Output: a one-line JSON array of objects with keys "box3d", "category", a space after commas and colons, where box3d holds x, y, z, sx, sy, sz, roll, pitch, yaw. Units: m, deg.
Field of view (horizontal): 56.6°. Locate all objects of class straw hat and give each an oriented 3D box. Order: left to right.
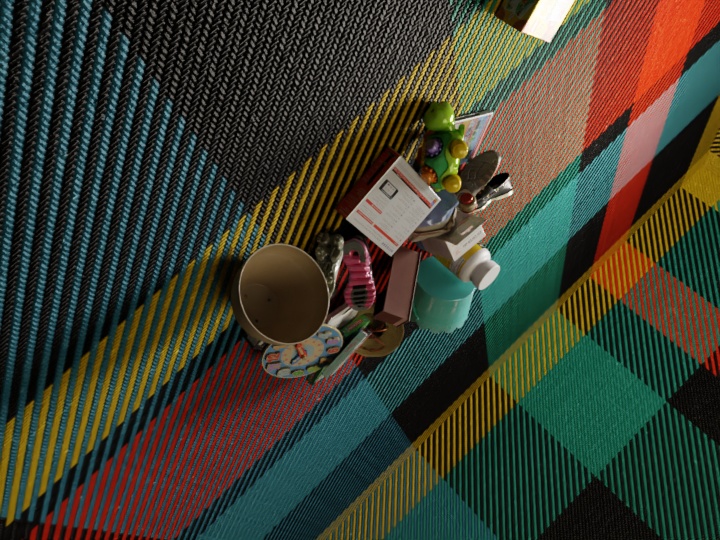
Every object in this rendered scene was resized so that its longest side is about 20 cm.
[{"box3d": [0.030, 0.140, 1.853, 0.085, 0.200, 0.202, -79, -174, -50], "category": "straw hat"}]

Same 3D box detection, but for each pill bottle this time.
[{"box3d": [0.286, -0.041, 1.859, 0.112, 0.200, 0.113, -35, 152, -22], "category": "pill bottle"}]

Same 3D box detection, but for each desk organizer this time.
[{"box3d": [0.096, 0.039, 1.754, 0.072, 0.077, 0.201, -38, -145, 59], "category": "desk organizer"}]

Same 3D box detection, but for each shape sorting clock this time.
[{"box3d": [-0.136, 0.194, 1.579, 0.199, 0.039, 0.200, -12, 139, -10], "category": "shape sorting clock"}]

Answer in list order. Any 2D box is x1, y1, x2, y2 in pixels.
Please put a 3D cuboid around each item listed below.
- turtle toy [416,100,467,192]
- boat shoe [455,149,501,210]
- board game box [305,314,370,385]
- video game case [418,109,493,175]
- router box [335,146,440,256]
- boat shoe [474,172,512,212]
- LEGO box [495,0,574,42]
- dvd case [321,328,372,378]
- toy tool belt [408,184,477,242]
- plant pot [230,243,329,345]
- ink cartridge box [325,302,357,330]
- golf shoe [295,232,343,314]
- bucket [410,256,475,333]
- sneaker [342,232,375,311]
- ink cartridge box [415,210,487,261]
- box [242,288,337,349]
[{"box3d": [0.177, -0.269, 1.465, 0.146, 0.101, 0.201, -83, 180, -66], "category": "turtle toy"}, {"box3d": [0.297, -0.243, 1.742, 0.200, 0.074, 0.073, -49, 177, 41], "category": "boat shoe"}, {"box3d": [-0.061, 0.213, 1.787, 0.134, 0.029, 0.200, -32, 159, -48], "category": "board game box"}, {"box3d": [0.231, -0.308, 1.610, 0.200, 0.017, 0.143, -22, 145, -40], "category": "video game case"}, {"box3d": [0.065, -0.150, 1.497, 0.180, 0.049, 0.200, -48, 139, 4], "category": "router box"}, {"box3d": [0.338, -0.213, 1.857, 0.201, 0.074, 0.063, -27, 120, -21], "category": "boat shoe"}, {"box3d": [0.389, -0.591, 1.382, 0.149, 0.077, 0.200, -11, 137, -50], "category": "LEGO box"}, {"box3d": [-0.031, 0.209, 1.710, 0.146, 0.022, 0.200, -47, 175, 2], "category": "dvd case"}, {"box3d": [0.189, -0.158, 1.633, 0.199, 0.125, 0.123, -25, 146, 0], "category": "toy tool belt"}, {"box3d": [-0.181, 0.060, 1.354, 0.200, 0.201, 0.134, -25, -179, -37], "category": "plant pot"}, {"box3d": [-0.070, 0.127, 1.680, 0.200, 0.044, 0.174, -34, 159, -51], "category": "ink cartridge box"}, {"box3d": [-0.080, 0.019, 1.471, 0.097, 0.078, 0.201, 78, 32, -68], "category": "golf shoe"}, {"box3d": [0.232, 0.063, 1.936, 0.207, 0.207, 0.135, -29, 147, -32], "category": "bucket"}, {"box3d": [0.000, 0.000, 1.586, 0.096, 0.079, 0.201, -76, 165, -60], "category": "sneaker"}, {"box3d": [0.232, -0.093, 1.705, 0.115, 0.200, 0.068, -38, 120, -17], "category": "ink cartridge box"}, {"box3d": [-0.162, 0.098, 1.559, 0.200, 0.048, 0.158, -51, 153, 9], "category": "box"}]
